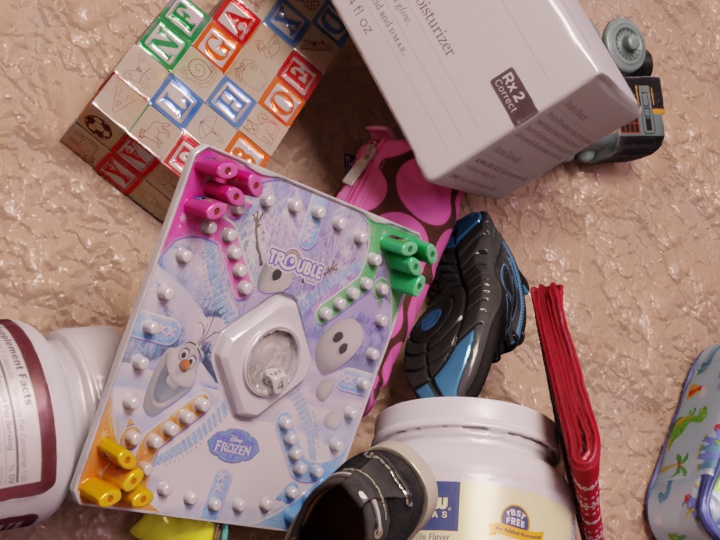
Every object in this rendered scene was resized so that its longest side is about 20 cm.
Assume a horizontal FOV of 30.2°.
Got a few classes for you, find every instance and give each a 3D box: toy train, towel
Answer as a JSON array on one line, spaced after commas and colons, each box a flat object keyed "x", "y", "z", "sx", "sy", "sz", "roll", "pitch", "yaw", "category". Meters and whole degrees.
[{"x": 0.164, "y": -0.144, "z": 1.085, "sx": 0.199, "sy": 0.085, "sz": 0.115, "roll": -4, "pitch": 83, "yaw": -34, "category": "toy train"}, {"x": 0.146, "y": 0.119, "z": 0.897, "sx": 0.022, "sy": 0.201, "sz": 0.145, "roll": -12, "pitch": 50, "yaw": 6, "category": "towel"}]

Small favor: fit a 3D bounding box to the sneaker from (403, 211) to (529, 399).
[{"x": 0.086, "y": 0.037, "z": 0.937, "sx": 0.082, "sy": 0.073, "sz": 0.200, "roll": 48, "pitch": 32, "yaw": -20, "category": "sneaker"}]

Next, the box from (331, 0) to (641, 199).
[{"x": 0.079, "y": -0.169, "z": 0.921, "sx": 0.200, "sy": 0.130, "sz": 0.200, "roll": 61, "pitch": 16, "yaw": 10, "category": "box"}]

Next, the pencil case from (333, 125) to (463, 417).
[{"x": 0.000, "y": 0.000, "z": 0.913, "sx": 0.094, "sy": 0.090, "sz": 0.201, "roll": 62, "pitch": 39, "yaw": -44, "category": "pencil case"}]

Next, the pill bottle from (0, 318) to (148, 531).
[{"x": -0.223, "y": 0.086, "z": 0.712, "sx": 0.199, "sy": 0.114, "sz": 0.115, "roll": -5, "pitch": 74, "yaw": -35, "category": "pill bottle"}]

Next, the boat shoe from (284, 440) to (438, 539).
[{"x": -0.030, "y": 0.184, "z": 0.761, "sx": 0.072, "sy": 0.201, "sz": 0.068, "roll": 37, "pitch": 27, "yaw": 16, "category": "boat shoe"}]

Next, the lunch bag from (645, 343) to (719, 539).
[{"x": 0.323, "y": 0.162, "z": 1.068, "sx": 0.161, "sy": 0.082, "sz": 0.201, "roll": 41, "pitch": 55, "yaw": -17, "category": "lunch bag"}]

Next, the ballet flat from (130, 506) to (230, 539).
[{"x": -0.101, "y": 0.080, "z": 0.832, "sx": 0.067, "sy": 0.067, "sz": 0.201, "roll": 12, "pitch": 65, "yaw": -6, "category": "ballet flat"}]

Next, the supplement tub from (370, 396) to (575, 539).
[{"x": 0.062, "y": 0.194, "z": 0.839, "sx": 0.144, "sy": 0.145, "sz": 0.201, "roll": 18, "pitch": 63, "yaw": -27, "category": "supplement tub"}]

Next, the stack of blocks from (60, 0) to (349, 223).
[{"x": -0.099, "y": -0.131, "z": 0.914, "sx": 0.115, "sy": 0.058, "sz": 0.201, "roll": 40, "pitch": 55, "yaw": -14, "category": "stack of blocks"}]

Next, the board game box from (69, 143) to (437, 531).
[{"x": -0.050, "y": 0.052, "z": 0.764, "sx": 0.199, "sy": 0.026, "sz": 0.201, "roll": 20, "pitch": 90, "yaw": -47, "category": "board game box"}]
